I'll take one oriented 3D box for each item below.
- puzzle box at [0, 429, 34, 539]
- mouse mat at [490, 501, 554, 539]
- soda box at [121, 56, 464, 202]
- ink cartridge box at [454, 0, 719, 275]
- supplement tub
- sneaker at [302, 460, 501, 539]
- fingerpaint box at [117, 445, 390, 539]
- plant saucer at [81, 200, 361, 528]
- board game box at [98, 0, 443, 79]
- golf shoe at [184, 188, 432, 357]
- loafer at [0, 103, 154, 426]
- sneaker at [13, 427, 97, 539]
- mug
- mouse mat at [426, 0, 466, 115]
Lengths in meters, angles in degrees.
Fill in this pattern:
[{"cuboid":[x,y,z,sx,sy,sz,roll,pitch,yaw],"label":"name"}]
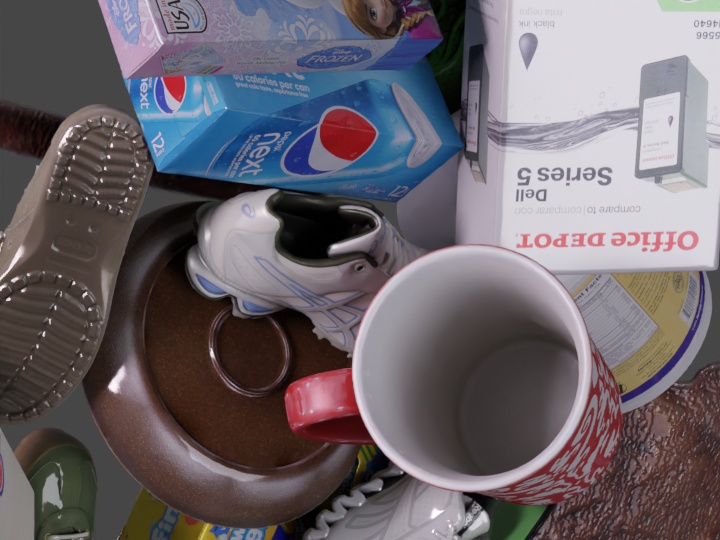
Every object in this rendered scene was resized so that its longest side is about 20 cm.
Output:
[{"cuboid":[-0.209,0.134,1.310,0.025,0.200,0.134,-19,122,5],"label":"puzzle box"},{"cuboid":[0.044,0.210,1.586,0.008,0.200,0.161,41,70,-12],"label":"mouse mat"},{"cuboid":[-0.035,-0.090,1.398,0.199,0.068,0.064,5,145,-47],"label":"soda box"},{"cuboid":[0.137,-0.102,1.438,0.144,0.084,0.201,-2,105,-14],"label":"ink cartridge box"},{"cuboid":[0.125,-0.008,1.606,0.146,0.145,0.200,-56,134,-10],"label":"supplement tub"},{"cuboid":[0.030,0.163,1.533,0.200,0.081,0.075,-48,135,-20],"label":"sneaker"},{"cuboid":[-0.065,0.174,1.556,0.167,0.073,0.201,28,86,-45],"label":"fingerpaint box"},{"cuboid":[-0.071,0.050,1.456,0.199,0.032,0.202,13,65,-30],"label":"plant saucer"},{"cuboid":[-0.069,-0.202,1.341,0.198,0.043,0.201,-7,70,-40],"label":"board game box"},{"cuboid":[0.000,0.000,1.443,0.199,0.097,0.079,12,65,-31],"label":"golf shoe"},{"cuboid":[-0.168,-0.005,1.392,0.075,0.068,0.201,25,106,-11],"label":"loafer"},{"cuboid":[-0.171,0.201,1.458,0.067,0.090,0.202,-3,108,-41],"label":"sneaker"},{"cuboid":[0.065,0.063,1.429,0.134,0.177,0.200,-69,162,-5],"label":"mug"},{"cuboid":[0.051,-0.149,1.532,0.199,0.008,0.162,-18,135,-45],"label":"mouse mat"}]
